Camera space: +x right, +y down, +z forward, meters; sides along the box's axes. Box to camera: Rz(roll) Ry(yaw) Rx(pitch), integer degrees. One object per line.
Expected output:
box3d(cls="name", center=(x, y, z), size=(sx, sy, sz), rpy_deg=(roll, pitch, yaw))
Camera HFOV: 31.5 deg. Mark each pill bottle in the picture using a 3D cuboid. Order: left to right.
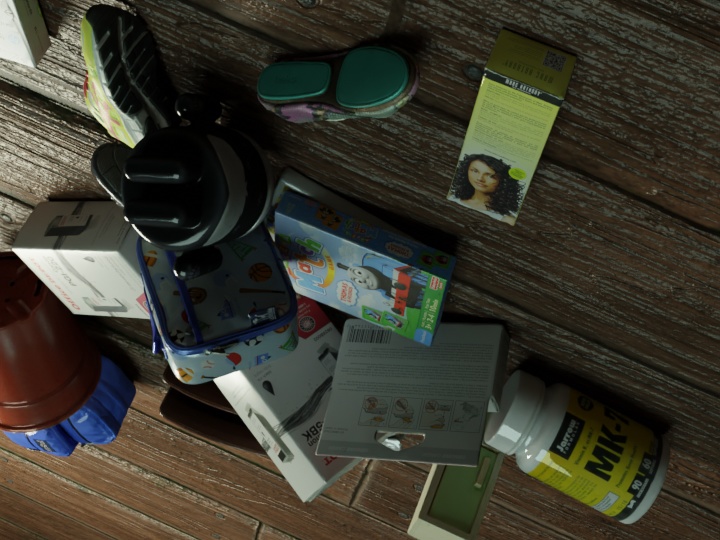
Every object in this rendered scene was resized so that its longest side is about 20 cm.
box3d(cls="pill bottle", center=(0.253, 0.204, 1.501), size=(0.198, 0.115, 0.115), rpy_deg=(27, 150, -4))

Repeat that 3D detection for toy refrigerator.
box3d(cls="toy refrigerator", center=(0.130, 0.236, 1.557), size=(0.075, 0.202, 0.070), rpy_deg=(24, 150, 2))

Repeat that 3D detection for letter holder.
box3d(cls="letter holder", center=(-0.167, 0.150, 1.702), size=(0.197, 0.143, 0.101), rpy_deg=(17, 150, 14))

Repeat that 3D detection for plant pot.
box3d(cls="plant pot", center=(-0.489, 0.091, 1.824), size=(0.198, 0.202, 0.197), rpy_deg=(14, 140, 18))

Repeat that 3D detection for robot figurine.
box3d(cls="robot figurine", center=(-0.167, -0.085, 1.294), size=(0.125, 0.200, 0.151), rpy_deg=(43, 108, 10))

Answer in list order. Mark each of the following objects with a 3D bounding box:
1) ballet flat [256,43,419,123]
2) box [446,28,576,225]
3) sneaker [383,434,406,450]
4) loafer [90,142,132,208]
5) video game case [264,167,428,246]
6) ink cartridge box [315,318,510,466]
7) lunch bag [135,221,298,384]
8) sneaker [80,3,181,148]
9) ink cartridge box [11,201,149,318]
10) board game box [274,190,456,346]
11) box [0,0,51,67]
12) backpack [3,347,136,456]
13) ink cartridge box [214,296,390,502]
box3d(cls="ballet flat", center=(-0.009, -0.166, 1.179), size=(0.198, 0.070, 0.071), rpy_deg=(2, 162, 41))
box3d(cls="box", center=(0.132, -0.123, 1.144), size=(0.074, 0.051, 0.201), rpy_deg=(21, 149, 7))
box3d(cls="sneaker", center=(0.050, 0.182, 1.664), size=(0.198, 0.076, 0.115), rpy_deg=(-3, 141, 48))
box3d(cls="loafer", center=(-0.227, -0.074, 1.474), size=(0.198, 0.073, 0.063), rpy_deg=(30, 154, -13))
box3d(cls="video game case", center=(-0.023, -0.021, 1.450), size=(0.198, 0.023, 0.182), rpy_deg=(29, 150, -5))
box3d(cls="ink cartridge box", center=(0.061, 0.144, 1.460), size=(0.197, 0.179, 0.045), rpy_deg=(1, 150, 22))
box3d(cls="lunch bag", center=(-0.157, 0.024, 1.369), size=(0.158, 0.201, 0.076), rpy_deg=(-15, 139, -12))
box3d(cls="sneaker", center=(-0.254, -0.191, 1.303), size=(0.089, 0.079, 0.201), rpy_deg=(20, 149, 23))
box3d(cls="ink cartridge box", center=(-0.321, -0.014, 1.623), size=(0.198, 0.086, 0.146), rpy_deg=(3, 144, 36))
box3d(cls="board game box", center=(0.000, 0.000, 1.405), size=(0.197, 0.037, 0.152), rpy_deg=(22, 150, 9))
box3d(cls="box", center=(-0.405, -0.302, 1.275), size=(0.154, 0.042, 0.201), rpy_deg=(18, 148, 14))
box3d(cls="backpack", center=(-0.457, 0.199, 1.980), size=(0.197, 0.170, 0.163), rpy_deg=(9, 155, 21))
box3d(cls="ink cartridge box", center=(-0.064, 0.154, 1.556), size=(0.201, 0.146, 0.083), rpy_deg=(51, 146, 7))
